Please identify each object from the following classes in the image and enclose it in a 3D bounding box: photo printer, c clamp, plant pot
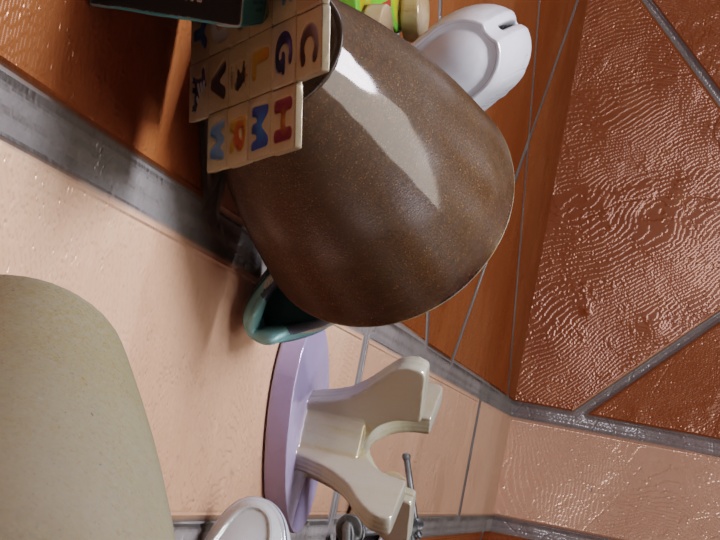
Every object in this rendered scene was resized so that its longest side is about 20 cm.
[{"bbox_3d":[0.043,-0.124,1.331,0.200,0.070,0.166,-40,178,14],"label":"photo printer"},{"bbox_3d":[0.022,0.265,1.655,0.200,0.027,0.172,1,74,-68],"label":"c clamp"},{"bbox_3d":[-0.146,0.103,0.671,0.200,0.186,0.188,-88,178,-48],"label":"plant pot"},{"bbox_3d":[-0.019,-0.090,1.129,0.200,0.186,0.188,51,49,-56],"label":"plant pot"}]

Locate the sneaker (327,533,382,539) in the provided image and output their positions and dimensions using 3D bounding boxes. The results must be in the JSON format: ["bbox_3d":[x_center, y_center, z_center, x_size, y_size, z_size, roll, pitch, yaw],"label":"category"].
[{"bbox_3d":[-0.018,0.298,1.656,0.202,0.077,0.147,59,31,-59],"label":"sneaker"}]

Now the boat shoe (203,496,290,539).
[{"bbox_3d":[-0.101,0.236,1.215,0.066,0.072,0.200,91,22,-55],"label":"boat shoe"}]

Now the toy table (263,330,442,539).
[{"bbox_3d":[-0.008,0.140,1.458,0.184,0.117,0.200,-68,165,-44],"label":"toy table"}]

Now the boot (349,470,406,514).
[{"bbox_3d":[0.008,0.319,1.859,0.166,0.072,0.201,103,-1,-74],"label":"boot"}]

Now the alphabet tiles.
[{"bbox_3d":[-0.057,-0.141,0.941,0.200,0.006,0.167,174,-82,-66],"label":"alphabet tiles"}]

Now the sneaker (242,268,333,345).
[{"bbox_3d":[0.000,0.000,1.241,0.078,0.200,0.086,54,27,-4],"label":"sneaker"}]

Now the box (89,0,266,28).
[{"bbox_3d":[-0.080,-0.227,0.882,0.049,0.082,0.201,-38,137,-74],"label":"box"}]

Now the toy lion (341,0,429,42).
[{"bbox_3d":[0.008,-0.264,1.351,0.200,0.068,0.192,-48,139,-68],"label":"toy lion"}]
